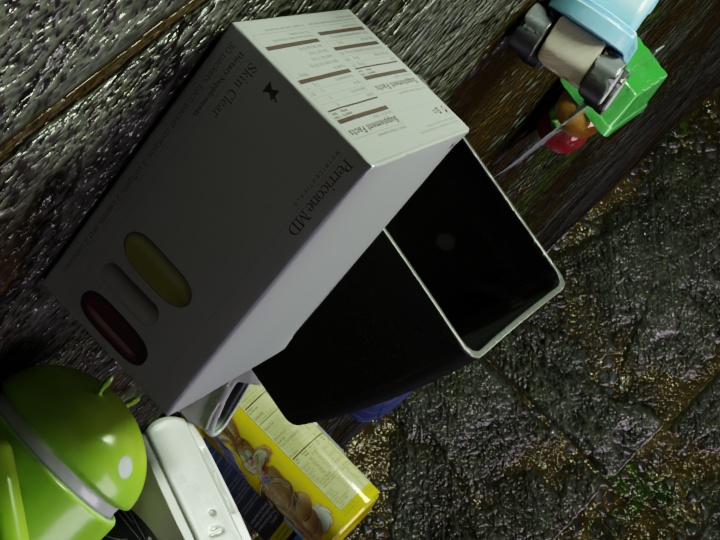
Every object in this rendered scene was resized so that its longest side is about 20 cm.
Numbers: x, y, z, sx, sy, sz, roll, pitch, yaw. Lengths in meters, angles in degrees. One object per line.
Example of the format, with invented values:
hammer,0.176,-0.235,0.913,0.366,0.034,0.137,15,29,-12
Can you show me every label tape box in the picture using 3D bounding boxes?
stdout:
label tape box,-0.086,0.221,1.664,0.063,0.200,0.144,-37,168,-42

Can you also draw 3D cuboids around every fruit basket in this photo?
fruit basket,0.258,-0.194,1.836,0.199,0.094,0.185,-32,-179,38

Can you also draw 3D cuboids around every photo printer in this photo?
photo printer,-0.187,0.258,1.495,0.069,0.167,0.200,-15,156,-33

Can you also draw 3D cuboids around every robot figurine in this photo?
robot figurine,-0.217,0.142,0.956,0.200,0.116,0.176,-45,169,-6

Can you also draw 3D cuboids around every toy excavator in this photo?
toy excavator,0.239,-0.252,1.410,0.201,0.100,0.194,-55,171,7

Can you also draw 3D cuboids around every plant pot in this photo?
plant pot,0.000,0.000,1.132,0.177,0.200,0.200,-37,176,28

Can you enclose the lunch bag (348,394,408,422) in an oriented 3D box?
lunch bag,0.036,0.055,1.684,0.200,0.136,0.132,-43,172,-17

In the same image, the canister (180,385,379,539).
canister,-0.079,0.180,1.507,0.087,0.200,0.149,-43,171,-15

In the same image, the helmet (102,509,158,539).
helmet,-0.232,0.253,1.161,0.199,0.190,0.201,-23,126,-36

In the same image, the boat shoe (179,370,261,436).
boat shoe,-0.101,0.073,1.344,0.200,0.069,0.072,-50,170,30

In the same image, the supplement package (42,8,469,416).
supplement package,-0.059,-0.038,0.897,0.200,0.111,0.156,-50,170,25
